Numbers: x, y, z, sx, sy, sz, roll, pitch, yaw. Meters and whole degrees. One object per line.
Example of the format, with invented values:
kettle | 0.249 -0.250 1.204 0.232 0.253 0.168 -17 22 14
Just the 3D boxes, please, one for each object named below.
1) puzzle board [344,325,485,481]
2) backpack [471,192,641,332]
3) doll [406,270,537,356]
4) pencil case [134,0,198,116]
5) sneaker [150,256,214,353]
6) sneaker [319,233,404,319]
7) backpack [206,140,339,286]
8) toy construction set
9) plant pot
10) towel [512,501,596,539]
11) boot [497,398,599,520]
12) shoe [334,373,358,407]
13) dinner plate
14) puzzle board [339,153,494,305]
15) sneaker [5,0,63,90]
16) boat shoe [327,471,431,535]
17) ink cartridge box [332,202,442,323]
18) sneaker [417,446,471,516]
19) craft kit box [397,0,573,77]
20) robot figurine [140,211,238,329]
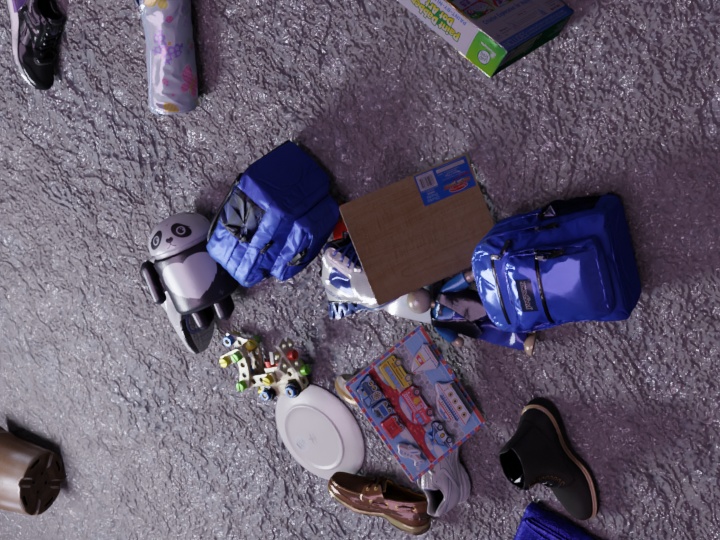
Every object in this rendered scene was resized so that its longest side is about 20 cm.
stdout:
puzzle board | 0.088 0.208 1.515 0.201 0.150 0.017 55 173 -17
backpack | 0.246 -0.004 1.290 0.197 0.167 0.165 -8 102 31
doll | 0.164 0.060 1.438 0.197 0.049 0.138 14 121 14
pencil case | -0.308 -0.352 1.568 0.082 0.091 0.203 15 121 29
sneaker | -0.333 0.057 1.811 0.087 0.074 0.203 -12 100 52
sneaker | 0.000 0.000 1.475 0.198 0.080 0.116 -18 102 45
backpack | -0.143 -0.066 1.535 0.168 0.162 0.200 46 130 8
toy construction set | -0.160 0.165 1.733 0.199 0.092 0.133 -7 109 49
plant pot | -0.827 0.484 2.318 0.195 0.200 0.203 10 119 23
towel | 0.329 0.472 1.554 0.198 0.049 0.149 29 126 21
boot | 0.272 0.313 1.454 0.077 0.138 0.202 -26 97 41
shoe | 0.030 0.211 1.614 0.199 0.069 0.054 30 101 46
dinner plate | -0.081 0.300 1.782 0.198 0.024 0.203 17 122 30
puzzle board | 0.087 -0.058 1.391 0.197 0.017 0.153 -23 90 -1
sneaker | -0.569 -0.419 1.738 0.086 0.076 0.203 7 117 26
boat shoe | 0.036 0.392 1.717 0.198 0.072 0.069 18 117 21
ink cartridge box | 0.032 -0.015 1.521 0.197 0.047 0.162 10 119 29
sneaker | 0.124 0.308 1.594 0.074 0.087 0.203 -6 108 40
craft kit box | 0.136 -0.334 1.181 0.197 0.199 0.049 44 132 9
robot figurine | -0.290 -0.002 1.709 0.124 0.149 0.202 -6 110 55
